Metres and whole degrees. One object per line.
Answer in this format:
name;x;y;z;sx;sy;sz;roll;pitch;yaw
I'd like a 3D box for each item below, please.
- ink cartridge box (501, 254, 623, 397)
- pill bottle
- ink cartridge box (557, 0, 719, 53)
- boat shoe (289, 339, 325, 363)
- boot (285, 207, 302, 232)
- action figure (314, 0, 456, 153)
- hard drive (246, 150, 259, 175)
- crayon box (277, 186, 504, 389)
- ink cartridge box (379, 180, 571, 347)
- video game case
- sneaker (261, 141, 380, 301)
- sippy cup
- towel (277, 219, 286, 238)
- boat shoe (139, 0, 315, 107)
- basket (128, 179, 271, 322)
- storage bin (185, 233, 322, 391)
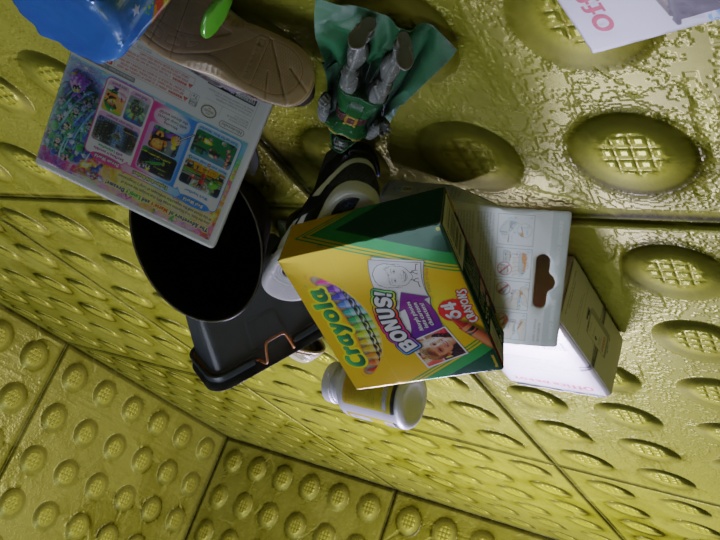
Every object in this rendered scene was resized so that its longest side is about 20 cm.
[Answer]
ink cartridge box;0.217;0.067;0.927;0.144;0.084;0.200;4;151;39
pill bottle;0.023;0.234;1.481;0.196;0.114;0.112;7;155;35
ink cartridge box;0.169;-0.199;0.350;0.197;0.084;0.145;-3;148;48
boat shoe;-0.156;0.115;1.451;0.197;0.074;0.065;30;149;-23
boot;0.000;0.000;0.977;0.195;0.073;0.156;14;147;8
action figure;0.000;-0.155;0.677;0.116;0.056;0.200;22;163;-5
hard drive;-0.218;-0.179;0.870;0.195;0.027;0.133;19;158;11
crayon box;0.037;0.029;0.771;0.169;0.059;0.202;-12;128;22
ink cartridge box;0.119;-0.007;0.815;0.194;0.048;0.164;6;120;14
video game case;-0.200;-0.146;0.751;0.196;0.185;0.024;25;-163;-7
sneaker;-0.037;-0.057;0.831;0.072;0.114;0.200;27;134;-22
sippy cup;-0.191;-0.235;0.564;0.174;0.133;0.140;11;156;29
towel;-0.022;-0.004;1.094;0.196;0.024;0.153;22;158;8
boat shoe;-0.126;-0.197;0.668;0.197;0.073;0.065;28;176;5
basket;-0.172;-0.050;0.896;0.200;0.133;0.184;-89;-24;-80
storage bin;-0.151;0.049;1.039;0.145;0.197;0.137;30;142;56
